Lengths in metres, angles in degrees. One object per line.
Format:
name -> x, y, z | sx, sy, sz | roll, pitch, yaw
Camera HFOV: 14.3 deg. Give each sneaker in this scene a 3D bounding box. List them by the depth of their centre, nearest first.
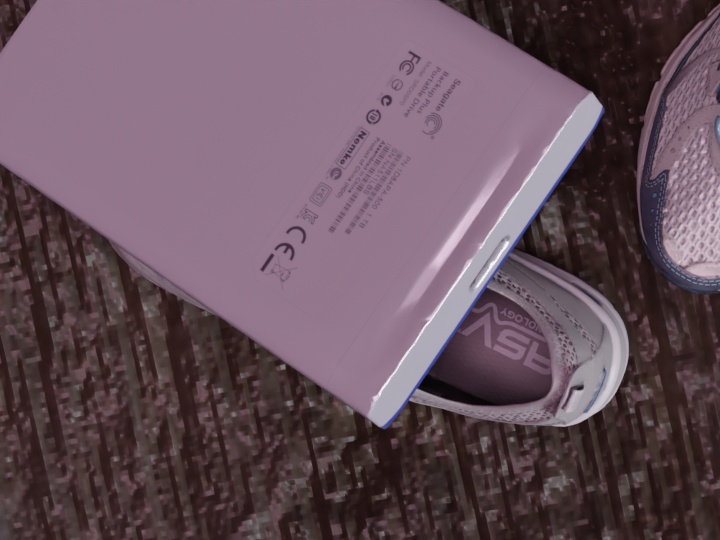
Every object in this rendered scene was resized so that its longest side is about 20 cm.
sneaker -> 0.154, -0.082, 0.984 | 0.077, 0.086, 0.201 | 31, 99, 5
sneaker -> 0.000, 0.000, 1.018 | 0.199, 0.082, 0.075 | 18, 98, 7

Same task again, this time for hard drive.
hard drive -> -0.032, -0.052, 0.998 | 0.200, 0.025, 0.132 | 34, 87, 26
